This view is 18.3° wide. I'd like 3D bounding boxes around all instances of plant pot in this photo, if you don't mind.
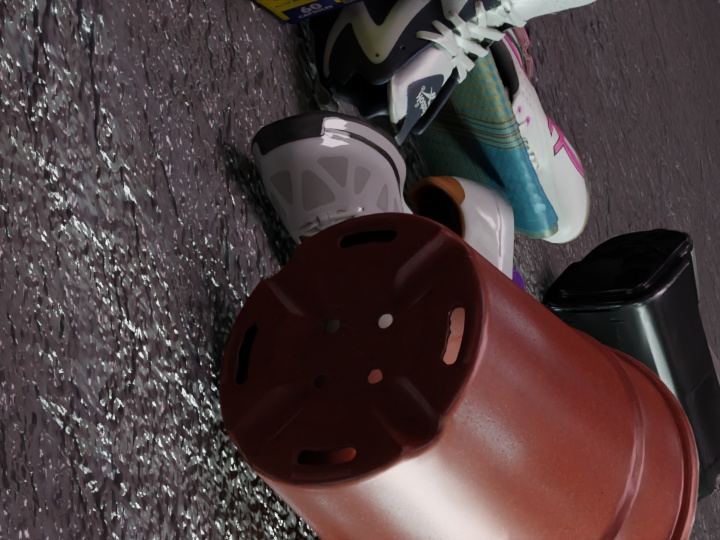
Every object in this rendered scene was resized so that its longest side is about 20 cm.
[{"bbox_3d":[0.040,0.080,1.124,0.195,0.201,0.201,44,34,-46],"label":"plant pot"}]

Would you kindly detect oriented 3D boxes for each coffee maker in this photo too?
[{"bbox_3d":[0.243,0.090,1.876,0.192,0.135,0.200,-71,143,-61],"label":"coffee maker"}]

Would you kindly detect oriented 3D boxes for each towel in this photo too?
[{"bbox_3d":[0.063,-0.121,1.511,0.147,0.022,0.200,25,-39,59],"label":"towel"}]

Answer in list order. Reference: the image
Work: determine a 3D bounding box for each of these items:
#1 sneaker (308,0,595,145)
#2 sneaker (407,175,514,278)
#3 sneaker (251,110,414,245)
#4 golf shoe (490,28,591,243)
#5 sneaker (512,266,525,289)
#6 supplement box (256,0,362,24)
[{"bbox_3d":[0.057,-0.136,1.350,0.079,0.199,0.130,59,34,-61],"label":"sneaker"},{"bbox_3d":[0.058,0.033,1.453,0.085,0.073,0.200,16,60,-43],"label":"sneaker"},{"bbox_3d":[0.001,0.000,1.234,0.201,0.076,0.115,55,24,-57],"label":"sneaker"},{"bbox_3d":[0.115,-0.110,1.743,0.200,0.073,0.092,65,22,0],"label":"golf shoe"},{"bbox_3d":[0.122,0.078,1.559,0.080,0.088,0.200,56,24,-46],"label":"sneaker"},{"bbox_3d":[-0.034,-0.225,1.256,0.200,0.109,0.110,24,53,-69],"label":"supplement box"}]
